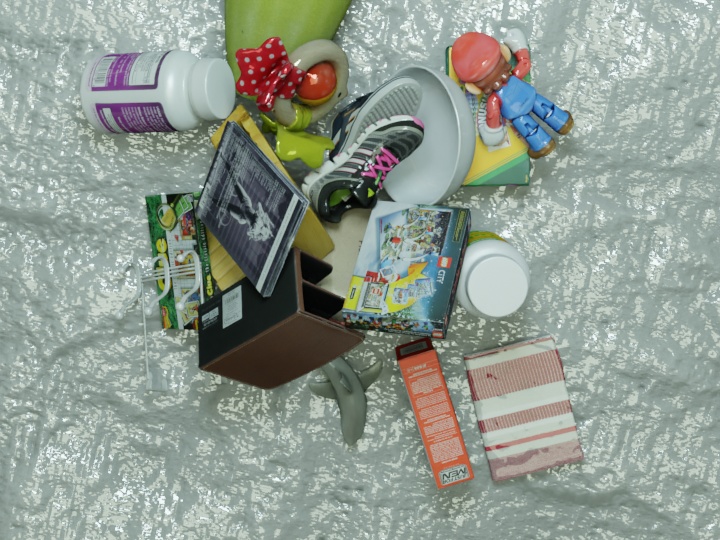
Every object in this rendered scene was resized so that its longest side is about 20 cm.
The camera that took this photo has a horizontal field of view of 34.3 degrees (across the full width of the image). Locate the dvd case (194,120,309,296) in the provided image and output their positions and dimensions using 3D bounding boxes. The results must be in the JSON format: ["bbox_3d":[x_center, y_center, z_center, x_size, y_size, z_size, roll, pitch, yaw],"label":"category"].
[{"bbox_3d":[-0.147,-0.084,1.544,0.016,0.200,0.149,-1,127,-41],"label":"dvd case"}]

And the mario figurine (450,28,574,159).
[{"bbox_3d":[0.203,-0.253,1.629,0.200,0.106,0.124,44,52,-14],"label":"mario figurine"}]

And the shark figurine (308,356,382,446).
[{"bbox_3d":[-0.050,0.151,1.721,0.214,0.090,0.128,42,94,-7],"label":"shark figurine"}]

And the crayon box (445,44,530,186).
[{"bbox_3d":[0.183,-0.223,1.687,0.118,0.058,0.201,-1,97,-1],"label":"crayon box"}]

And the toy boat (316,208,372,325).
[{"bbox_3d":[0.000,0.000,1.685,0.130,0.131,0.201,3,66,-1],"label":"toy boat"}]

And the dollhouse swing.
[{"bbox_3d":[-0.166,-0.078,1.619,0.175,0.182,0.200,-33,64,1],"label":"dollhouse swing"}]

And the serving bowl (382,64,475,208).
[{"bbox_3d":[0.098,-0.187,1.645,0.066,0.200,0.201,-5,99,-35],"label":"serving bowl"}]

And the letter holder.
[{"bbox_3d":[-0.106,0.073,1.599,0.200,0.101,0.142,-30,142,34],"label":"letter holder"}]

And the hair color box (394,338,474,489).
[{"bbox_3d":[0.108,0.208,1.722,0.061,0.102,0.201,-17,98,2],"label":"hair color box"}]

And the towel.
[{"bbox_3d":[0.246,0.208,1.763,0.143,0.023,0.201,-14,96,3],"label":"towel"}]

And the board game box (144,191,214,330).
[{"bbox_3d":[-0.261,-0.013,1.701,0.104,0.023,0.201,-1,99,41],"label":"board game box"}]

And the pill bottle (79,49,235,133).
[{"bbox_3d":[-0.279,-0.248,1.623,0.199,0.112,0.113,2,98,23],"label":"pill bottle"}]

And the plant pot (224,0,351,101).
[{"bbox_3d":[-0.114,-0.339,1.623,0.186,0.187,0.201,16,113,-3],"label":"plant pot"}]

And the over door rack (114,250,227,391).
[{"bbox_3d":[-0.279,0.080,1.680,0.147,0.066,0.201,-8,95,40],"label":"over door rack"}]

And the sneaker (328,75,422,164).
[{"bbox_3d":[0.011,-0.212,1.641,0.078,0.080,0.200,12,134,-33],"label":"sneaker"}]

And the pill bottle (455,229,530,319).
[{"bbox_3d":[0.179,0.007,1.645,0.110,0.200,0.112,0,98,-2],"label":"pill bottle"}]

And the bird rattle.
[{"bbox_3d":[-0.087,-0.248,1.570,0.163,0.200,0.113,-40,52,-19],"label":"bird rattle"}]

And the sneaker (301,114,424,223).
[{"bbox_3d":[0.011,-0.132,1.603,0.199,0.088,0.074,-33,140,17],"label":"sneaker"}]

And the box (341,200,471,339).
[{"bbox_3d":[0.065,-0.004,1.561,0.136,0.201,0.038,7,141,13],"label":"box"}]
